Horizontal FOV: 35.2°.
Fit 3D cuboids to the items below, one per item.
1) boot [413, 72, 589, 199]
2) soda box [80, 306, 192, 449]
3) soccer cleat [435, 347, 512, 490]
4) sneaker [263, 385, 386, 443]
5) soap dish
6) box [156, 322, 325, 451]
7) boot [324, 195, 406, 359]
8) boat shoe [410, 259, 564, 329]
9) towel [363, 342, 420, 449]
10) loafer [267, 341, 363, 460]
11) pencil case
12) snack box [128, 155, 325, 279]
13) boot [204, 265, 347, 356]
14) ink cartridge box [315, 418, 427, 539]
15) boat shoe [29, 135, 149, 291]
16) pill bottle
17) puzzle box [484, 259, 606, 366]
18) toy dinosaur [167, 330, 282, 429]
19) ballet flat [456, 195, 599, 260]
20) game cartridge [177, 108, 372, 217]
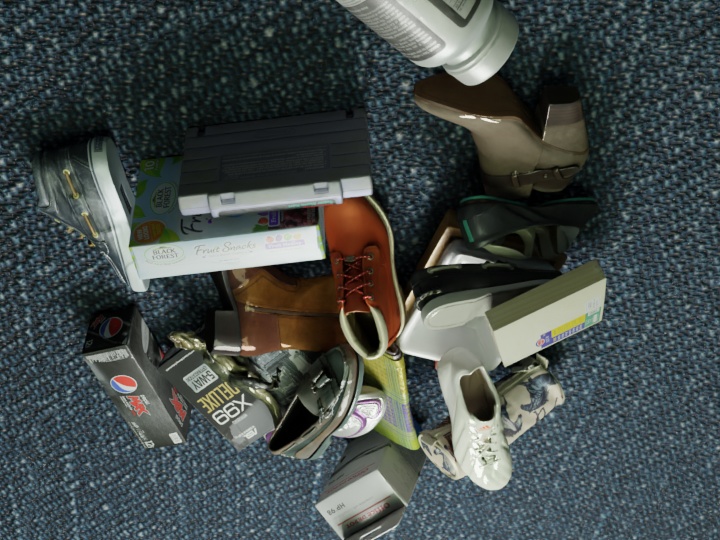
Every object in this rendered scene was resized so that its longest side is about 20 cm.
[{"bbox_3d":[0.150,-0.137,1.221,0.197,0.071,0.147,5,142,1],"label":"boot"},{"bbox_3d":[-0.282,0.140,1.450,0.062,0.071,0.201,-9,134,12],"label":"soda box"},{"bbox_3d":[0.143,0.187,1.366,0.069,0.077,0.202,-27,112,-17],"label":"soccer cleat"},{"bbox_3d":[-0.045,0.170,1.468,0.199,0.100,0.075,-21,124,38],"label":"sneaker"},{"bbox_3d":[0.133,0.024,1.362,0.155,0.082,0.201,13,132,-16],"label":"soap dish"},{"bbox_3d":[-0.132,0.118,1.424,0.199,0.050,0.158,-34,108,26],"label":"box"},{"bbox_3d":[0.000,0.000,1.279,0.074,0.107,0.202,-13,105,19],"label":"boot"},{"bbox_3d":[0.146,0.017,1.252,0.198,0.061,0.074,-9,149,-23],"label":"boat shoe"},{"bbox_3d":[0.013,0.138,1.448,0.023,0.143,0.202,-41,140,-28],"label":"towel"},{"bbox_3d":[-0.054,0.161,1.341,0.062,0.072,0.201,-1,138,-28],"label":"loafer"},{"bbox_3d":[0.168,0.189,1.466,0.199,0.078,0.090,-34,124,-16],"label":"pencil case"},{"bbox_3d":[-0.139,-0.067,1.210,0.197,0.143,0.053,-6,133,3],"label":"snack box"},{"bbox_3d":[-0.077,0.008,1.318,0.197,0.191,0.068,1,178,-24],"label":"boot"},{"bbox_3d":[0.016,0.282,1.518,0.115,0.200,0.067,-35,99,26],"label":"ink cartridge box"},{"bbox_3d":[-0.297,-0.058,1.265,0.090,0.071,0.202,-7,127,5],"label":"boat shoe"},{"bbox_3d":[0.055,-0.261,1.058,0.199,0.112,0.110,33,124,-30],"label":"pill bottle"},{"bbox_3d":[0.208,0.052,1.270,0.132,0.026,0.200,-26,162,2],"label":"puzzle box"},{"bbox_3d":[-0.139,0.122,1.373,0.200,0.048,0.088,45,132,-15],"label":"toy dinosaur"},{"bbox_3d":[0.190,-0.045,1.267,0.198,0.074,0.073,-1,139,-34],"label":"ballet flat"},{"bbox_3d":[-0.088,-0.111,1.180,0.197,0.131,0.039,-6,135,2],"label":"game cartridge"}]
